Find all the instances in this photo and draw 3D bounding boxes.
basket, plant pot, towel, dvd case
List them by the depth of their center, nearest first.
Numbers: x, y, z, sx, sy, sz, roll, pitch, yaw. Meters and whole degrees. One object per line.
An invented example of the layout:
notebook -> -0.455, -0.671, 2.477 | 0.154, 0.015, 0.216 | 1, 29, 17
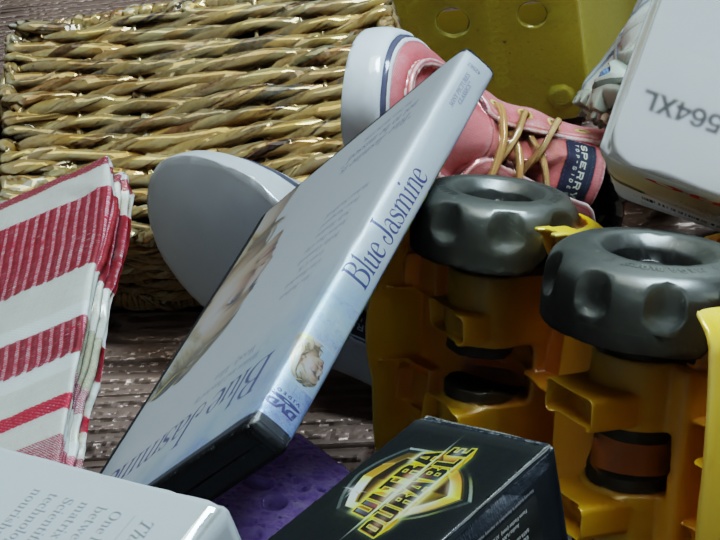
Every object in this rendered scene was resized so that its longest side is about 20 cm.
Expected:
dvd case -> -0.032, 0.016, 0.725 | 0.143, 0.018, 0.200 | -36, 18, 45
towel -> -0.157, 0.046, 0.765 | 0.144, 0.023, 0.200 | -21, 36, 18
basket -> -0.065, -0.039, 0.999 | 0.199, 0.149, 0.143 | -7, 60, 3
plant pot -> 0.057, -0.182, 1.123 | 0.199, 0.200, 0.177 | -4, 38, 9

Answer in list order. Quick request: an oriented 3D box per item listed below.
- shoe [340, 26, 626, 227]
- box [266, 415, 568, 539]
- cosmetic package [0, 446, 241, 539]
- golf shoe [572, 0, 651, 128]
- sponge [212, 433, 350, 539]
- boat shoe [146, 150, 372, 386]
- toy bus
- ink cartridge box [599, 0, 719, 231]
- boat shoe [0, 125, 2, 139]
shoe -> 0.060, -0.053, 0.890 | 0.091, 0.072, 0.200 | 5, -12, 19
box -> -0.012, 0.151, 0.488 | 0.046, 0.159, 0.200 | 9, 32, 38
cosmetic package -> -0.148, 0.149, 0.544 | 0.199, 0.123, 0.199 | 10, 44, 36
golf shoe -> 0.153, -0.101, 0.963 | 0.078, 0.098, 0.200 | 24, 3, 0
sponge -> -0.084, 0.121, 0.721 | 0.199, 0.030, 0.111 | -23, 28, -24
boat shoe -> 0.000, 0.000, 0.867 | 0.200, 0.072, 0.066 | 23, 26, 27
toy bus -> 0.121, 0.038, 0.726 | 0.191, 0.136, 0.200 | -8, 20, -29
ink cartridge box -> 0.171, -0.048, 0.752 | 0.146, 0.085, 0.200 | 20, 1, 8
boat shoe -> -0.210, -0.024, 1.004 | 0.084, 0.069, 0.200 | -3, 30, 7
